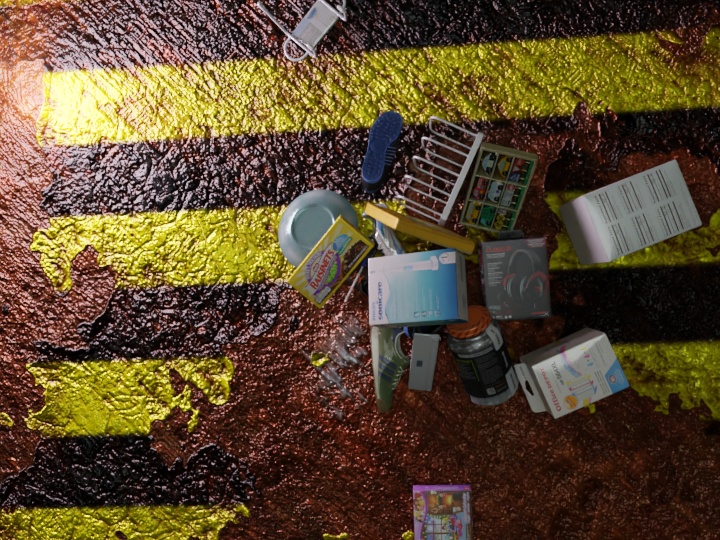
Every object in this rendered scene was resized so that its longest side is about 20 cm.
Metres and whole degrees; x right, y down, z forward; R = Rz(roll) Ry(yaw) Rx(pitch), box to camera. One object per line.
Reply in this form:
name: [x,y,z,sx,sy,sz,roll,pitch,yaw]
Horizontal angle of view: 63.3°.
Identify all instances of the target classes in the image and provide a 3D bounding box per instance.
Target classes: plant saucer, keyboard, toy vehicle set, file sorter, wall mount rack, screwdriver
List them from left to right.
wall mount rack: [-0.132,-0.603,1.366,0.173,0.075,0.201,40,92,3]
plant saucer: [-0.104,-0.097,1.356,0.198,0.039,0.204,-3,78,13]
screwdriver: [0.000,0.000,1.312,0.028,0.201,0.029,20,131,7]
keyboard: [0.140,0.208,1.310,0.056,0.011,0.201,8,134,8]
file sorter: [0.174,-0.220,1.314,0.123,0.139,0.202,24,91,6]
toy vehicle set: [0.303,-0.177,1.299,0.123,0.027,0.202,13,129,4]

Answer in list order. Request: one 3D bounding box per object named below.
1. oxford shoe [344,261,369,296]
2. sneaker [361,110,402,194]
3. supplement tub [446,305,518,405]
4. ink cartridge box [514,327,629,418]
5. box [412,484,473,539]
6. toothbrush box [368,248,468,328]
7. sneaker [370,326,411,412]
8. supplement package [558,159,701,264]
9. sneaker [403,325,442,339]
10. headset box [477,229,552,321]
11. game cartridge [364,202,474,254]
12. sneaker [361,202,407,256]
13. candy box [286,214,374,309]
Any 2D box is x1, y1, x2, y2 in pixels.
oxford shoe: [-0.002,0.011,1.356,0.199,0.073,0.072,30,93,4]
sneaker: [0.046,-0.274,1.362,0.069,0.078,0.202,19,70,6]
supplement tub: [0.263,0.185,1.281,0.121,0.123,0.202,-22,114,3]
ink cartridge box: [0.457,0.230,1.297,0.198,0.125,0.130,-25,88,3]
box: [0.192,0.604,1.357,0.135,0.039,0.203,-3,90,5]
toothbrush box: [0.121,0.042,1.241,0.198,0.085,0.148,-7,77,23]
sneaker: [0.075,0.225,1.351,0.089,0.067,0.203,-6,86,9]
supplement package: [0.568,-0.117,1.258,0.198,0.191,0.149,-22,88,4]
sneaker: [0.180,0.077,1.318,0.070,0.078,0.201,38,82,-22]
headset box: [0.348,0.010,1.330,0.147,0.075,0.203,-4,90,4]
game cartridge: [0.122,-0.094,1.259,0.198,0.176,0.033,17,100,-28]
sneaker: [0.062,-0.056,1.351,0.072,0.072,0.202,-21,83,-8]
candy box: [-0.068,-0.017,1.318,0.102,0.026,0.200,39,107,-4]
